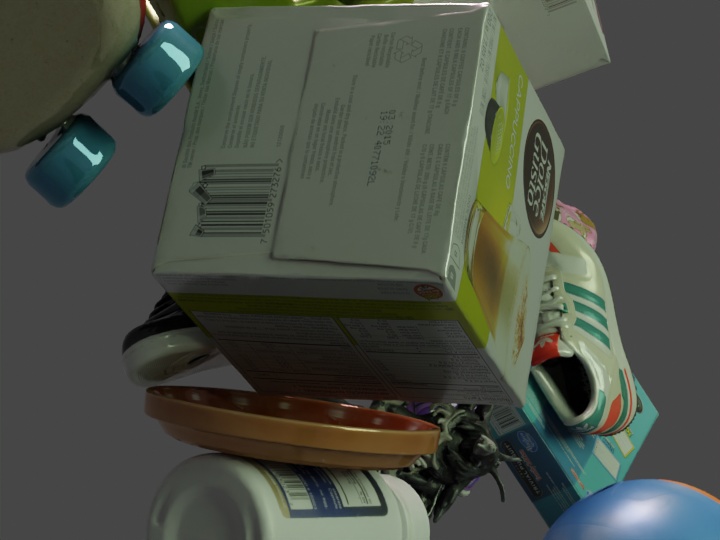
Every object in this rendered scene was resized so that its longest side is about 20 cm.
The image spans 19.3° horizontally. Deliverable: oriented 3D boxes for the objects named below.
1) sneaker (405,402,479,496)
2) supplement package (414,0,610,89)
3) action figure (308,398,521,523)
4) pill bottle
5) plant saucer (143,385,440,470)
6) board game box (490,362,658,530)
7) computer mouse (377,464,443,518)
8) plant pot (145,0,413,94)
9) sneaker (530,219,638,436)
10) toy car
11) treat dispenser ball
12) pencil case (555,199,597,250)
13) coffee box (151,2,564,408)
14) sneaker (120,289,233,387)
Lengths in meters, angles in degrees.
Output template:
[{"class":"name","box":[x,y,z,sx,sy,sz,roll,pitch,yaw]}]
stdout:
[{"class":"sneaker","box":[0.080,0.085,1.708,0.081,0.083,0.201,35,43,-37]},{"class":"supplement package","box":[0.113,-0.261,1.867,0.111,0.155,0.200,-98,164,-45]},{"class":"action figure","box":[0.040,0.109,1.563,0.200,0.102,0.119,28,78,-11]},{"class":"pill bottle","box":[-0.042,0.180,1.439,0.200,0.111,0.111,8,62,-53]},{"class":"plant saucer","box":[-0.047,0.107,1.423,0.200,0.200,0.032,6,92,-54]},{"class":"board game box","box":[0.180,0.121,1.860,0.151,0.047,0.200,57,32,-10]},{"class":"computer mouse","box":[0.051,0.120,1.641,0.058,0.034,0.200,29,64,-10]},{"class":"plant pot","box":[-0.069,-0.224,1.517,0.182,0.198,0.200,79,-16,-49]},{"class":"sneaker","box":[0.170,0.045,1.790,0.093,0.070,0.201,1,69,-61]},{"class":"toy car","box":[-0.206,-0.180,1.423,0.184,0.177,0.200,41,24,-13]},{"class":"treat dispenser ball","box":[0.231,0.266,1.685,0.201,0.200,0.201,34,42,-38]},{"class":"pencil case","box":[0.123,-0.063,1.877,0.200,0.083,0.087,37,10,-34]},{"class":"coffee box","box":[0.007,-0.040,1.398,0.198,0.199,0.200,54,42,-56]},{"class":"sneaker","box":[-0.124,0.014,1.486,0.200,0.073,0.112,-6,69,-65]}]
